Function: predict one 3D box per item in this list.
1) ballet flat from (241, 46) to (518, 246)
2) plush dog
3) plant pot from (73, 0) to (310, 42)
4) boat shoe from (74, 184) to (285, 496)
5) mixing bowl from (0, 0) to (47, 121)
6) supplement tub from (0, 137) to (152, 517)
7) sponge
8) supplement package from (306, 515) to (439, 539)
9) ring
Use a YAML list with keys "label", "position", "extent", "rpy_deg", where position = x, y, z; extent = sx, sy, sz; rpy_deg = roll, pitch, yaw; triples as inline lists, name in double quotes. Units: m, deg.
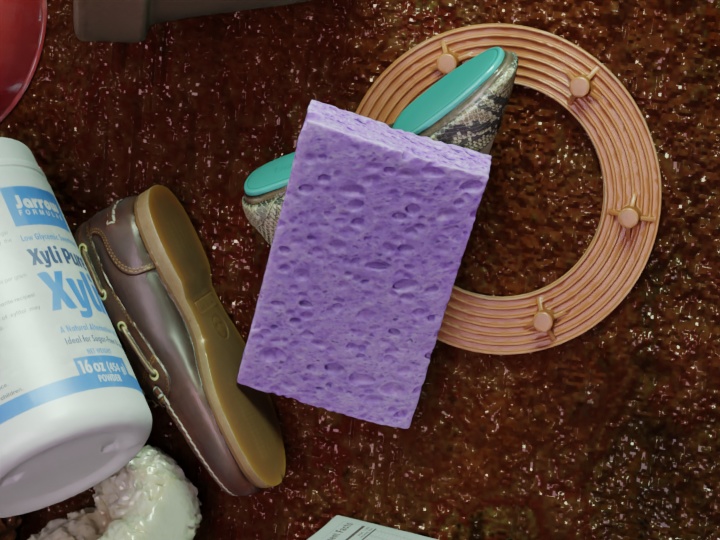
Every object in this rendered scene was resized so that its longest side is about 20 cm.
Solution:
- label: "ballet flat"
  position: [0.024, -0.062, 1.680]
  extent: [0.199, 0.068, 0.075]
  rpy_deg: [-27, 112, 23]
- label: "plush dog"
  position: [-0.184, 0.226, 1.764]
  extent: [0.171, 0.160, 0.201]
  rpy_deg: [-15, 95, 40]
- label: "plant pot"
  position: [-0.074, -0.224, 1.646]
  extent: [0.174, 0.200, 0.201]
  rpy_deg: [5, 100, -4]
- label: "boat shoe"
  position: [-0.112, 0.050, 1.747]
  extent: [0.070, 0.070, 0.201]
  rpy_deg: [-25, 84, 22]
- label: "mixing bowl"
  position: [-0.305, -0.162, 1.746]
  extent: [0.199, 0.108, 0.201]
  rpy_deg: [3, 100, 16]
- label: "supplement tub"
  position: [-0.219, 0.036, 1.713]
  extent: [0.132, 0.132, 0.201]
  rpy_deg: [-31, 71, 18]
- label: "sponge"
  position: [0.000, 0.000, 1.673]
  extent: [0.111, 0.030, 0.201]
  rpy_deg: [16, 126, -1]
- label: "supplement package"
  position: [0.054, 0.231, 1.702]
  extent: [0.199, 0.114, 0.110]
  rpy_deg: [12, 101, 15]
- label: "ring"
  position: [0.081, -0.048, 1.702]
  extent: [0.199, 0.019, 0.202]
  rpy_deg: [2, 99, 14]
